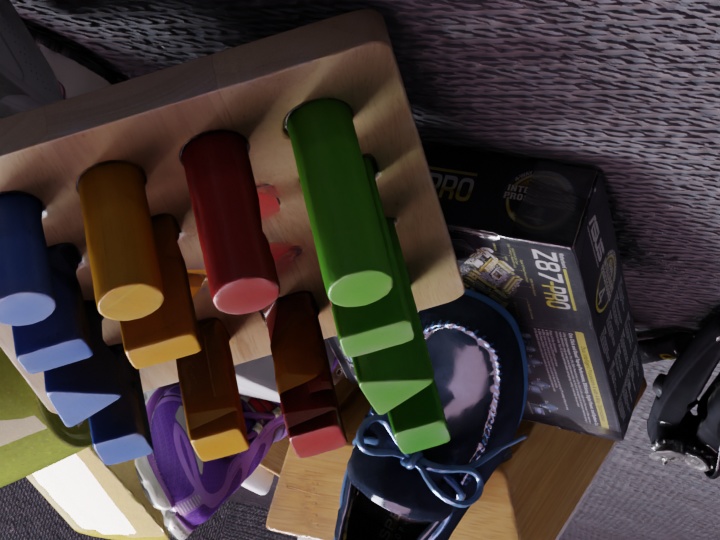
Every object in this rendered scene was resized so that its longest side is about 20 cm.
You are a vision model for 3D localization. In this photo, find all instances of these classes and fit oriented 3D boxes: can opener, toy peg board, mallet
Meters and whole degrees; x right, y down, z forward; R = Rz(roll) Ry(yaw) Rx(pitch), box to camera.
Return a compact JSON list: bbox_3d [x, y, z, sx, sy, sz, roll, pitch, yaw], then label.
[{"bbox_3d":[0.204,0.066,1.151,0.063,0.079,0.200,18,161,10],"label":"can opener"},{"bbox_3d":[-0.059,0.016,0.802,0.198,0.098,0.200,-17,148,3],"label":"toy peg board"},{"bbox_3d":[0.141,0.054,1.257,0.066,0.041,0.200,20,163,-14],"label":"mallet"}]

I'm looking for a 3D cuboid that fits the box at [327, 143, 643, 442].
[{"bbox_3d":[0.049,0.009,0.977,0.161,0.049,0.200,12,154,22],"label":"box"}]

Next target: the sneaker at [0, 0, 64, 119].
[{"bbox_3d":[-0.182,-0.098,0.788,0.078,0.100,0.200,-28,134,7],"label":"sneaker"}]

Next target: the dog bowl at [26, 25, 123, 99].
[{"bbox_3d":[-0.212,-0.074,0.956,0.199,0.074,0.200,14,170,3],"label":"dog bowl"}]

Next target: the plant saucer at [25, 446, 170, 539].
[{"bbox_3d":[-0.213,0.076,1.245,0.200,0.048,0.200,52,178,-26],"label":"plant saucer"}]

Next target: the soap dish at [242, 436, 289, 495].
[{"bbox_3d":[-0.117,0.067,1.355,0.157,0.081,0.200,32,-178,-16],"label":"soap dish"}]

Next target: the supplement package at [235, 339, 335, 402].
[{"bbox_3d":[-0.116,-0.003,1.076,0.199,0.114,0.109,8,168,32],"label":"supplement package"}]

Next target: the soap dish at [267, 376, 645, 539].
[{"bbox_3d":[0.058,0.091,1.133,0.157,0.082,0.200,7,-149,25],"label":"soap dish"}]

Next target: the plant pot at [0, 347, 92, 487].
[{"bbox_3d":[-0.226,0.046,0.984,0.199,0.188,0.187,-5,163,21],"label":"plant pot"}]

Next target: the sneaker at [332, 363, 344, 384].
[{"bbox_3d":[-0.015,0.047,1.301,0.200,0.076,0.070,23,166,-36],"label":"sneaker"}]

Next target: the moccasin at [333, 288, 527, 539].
[{"bbox_3d":[0.032,0.099,0.965,0.080,0.068,0.200,24,132,14],"label":"moccasin"}]

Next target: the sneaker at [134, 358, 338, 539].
[{"bbox_3d":[-0.068,0.077,1.133,0.083,0.200,0.081,-18,109,28],"label":"sneaker"}]
